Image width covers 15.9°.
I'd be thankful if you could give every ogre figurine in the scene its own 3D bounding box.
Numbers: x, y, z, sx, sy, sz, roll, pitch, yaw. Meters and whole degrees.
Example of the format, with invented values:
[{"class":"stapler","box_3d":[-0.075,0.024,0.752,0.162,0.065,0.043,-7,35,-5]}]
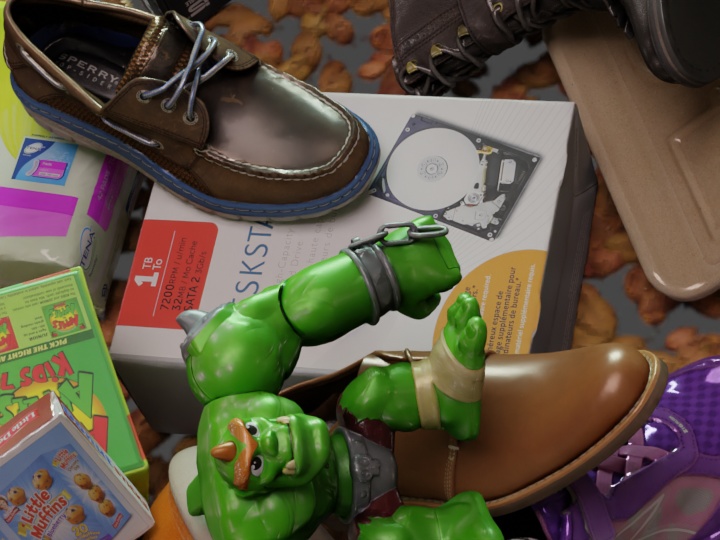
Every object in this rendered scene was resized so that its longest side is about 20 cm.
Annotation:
[{"class":"ogre figurine","box_3d":[-0.007,0.081,1.026,0.120,0.098,0.200,-5,91,-9]}]

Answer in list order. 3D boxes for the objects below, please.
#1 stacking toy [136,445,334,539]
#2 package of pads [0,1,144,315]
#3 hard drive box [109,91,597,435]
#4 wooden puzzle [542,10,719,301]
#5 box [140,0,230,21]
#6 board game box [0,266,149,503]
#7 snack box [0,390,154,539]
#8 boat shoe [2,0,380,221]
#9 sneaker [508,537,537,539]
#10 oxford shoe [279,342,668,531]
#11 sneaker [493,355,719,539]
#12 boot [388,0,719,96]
[{"class":"stacking toy","box_3d":[-0.092,0.187,1.125,0.200,0.146,0.146,-41,58,8]},{"class":"package of pads","box_3d":[-0.206,-0.067,1.318,0.200,0.068,0.155,6,63,18]},{"class":"hard drive box","box_3d":[0.000,0.000,1.220,0.200,0.077,0.156,2,61,17]},{"class":"wooden puzzle","box_3d":[0.201,-0.101,1.219,0.200,0.046,0.185,-34,53,19]},{"class":"box","box_3d":[-0.050,-0.232,1.316,0.200,0.160,0.044,-37,57,-8]},{"class":"board game box","box_3d":[-0.201,0.077,1.111,0.200,0.048,0.102,-16,67,-12]},{"class":"snack box","box_3d":[-0.186,0.136,1.067,0.200,0.072,0.024,-36,30,0]},{"class":"boat shoe","box_3d":[-0.087,-0.080,1.201,0.200,0.072,0.072,16,66,23]},{"class":"sneaker","box_3d":[0.075,0.220,1.066,0.115,0.075,0.200,-31,84,12]},{"class":"oxford shoe","box_3d":[0.038,0.061,1.096,0.200,0.071,0.071,-17,34,36]},{"class":"sneaker","box_3d":[0.101,0.103,1.128,0.200,0.088,0.080,-37,57,-8]},{"class":"boot","box_3d":[0.090,-0.129,1.251,0.174,0.069,0.200,-33,43,28]}]
